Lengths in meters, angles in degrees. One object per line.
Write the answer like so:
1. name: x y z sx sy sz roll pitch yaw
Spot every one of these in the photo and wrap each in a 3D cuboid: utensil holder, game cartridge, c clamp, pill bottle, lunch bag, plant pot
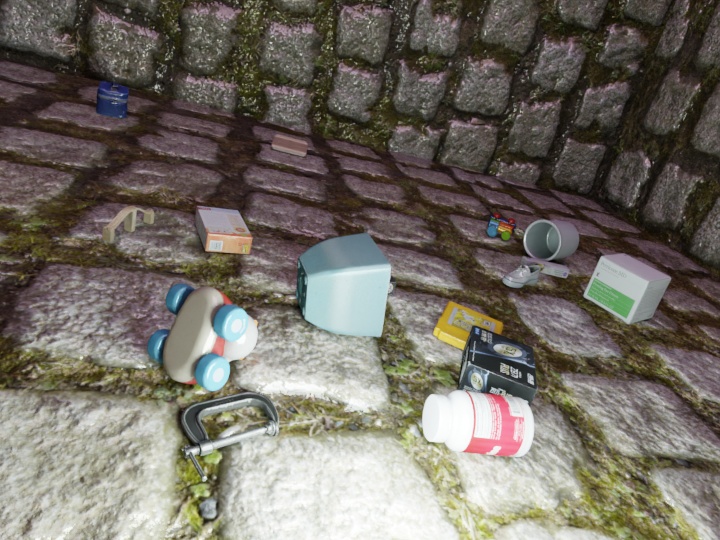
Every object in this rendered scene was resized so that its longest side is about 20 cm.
1. utensil holder: 0.814 -0.128 2.292 0.197 0.174 0.169 -4 30 -45
2. game cartridge: 0.300 0.162 1.486 0.172 0.033 0.200 22 23 12
3. c clamp: -0.218 0.272 0.921 0.196 0.028 0.169 -9 29 -42
4. pill bottle: 0.225 0.294 1.046 0.194 0.115 0.113 10 24 -14
5. lunch bag: -1.141 -0.795 2.486 0.132 0.136 0.200 3 26 -27
6. plant pot: -0.056 0.035 1.340 0.194 0.202 0.197 -2 28 -18

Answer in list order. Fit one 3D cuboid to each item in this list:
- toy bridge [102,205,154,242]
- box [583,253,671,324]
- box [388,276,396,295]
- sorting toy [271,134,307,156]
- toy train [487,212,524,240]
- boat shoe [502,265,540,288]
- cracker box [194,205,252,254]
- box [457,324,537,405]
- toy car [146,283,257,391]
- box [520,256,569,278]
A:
1. toy bridge: -0.632 -0.141 1.483 0.026 0.069 0.200 18 24 8
2. box: 0.971 0.061 1.970 0.196 0.176 0.198 -4 30 -39
3. box: 0.000 0.000 1.624 0.156 0.045 0.201 6 26 -23
4. sorting toy: -0.367 -0.643 2.800 0.180 0.037 0.202 12 29 -10
5. toy train: 0.657 -0.172 2.397 0.195 0.087 0.116 22 34 12
6. boat shoe: 0.583 0.012 1.956 0.197 0.068 0.073 -9 33 -45
7. cracker box: -0.409 -0.121 1.601 0.130 0.059 0.201 4 28 -28
8. box: 0.322 0.233 1.276 0.160 0.088 0.200 21 24 8
9. toy car: -0.270 0.140 1.057 0.181 0.182 0.199 15 -9 34
10. box: 0.730 -0.012 2.140 0.194 0.040 0.042 12 25 -12
